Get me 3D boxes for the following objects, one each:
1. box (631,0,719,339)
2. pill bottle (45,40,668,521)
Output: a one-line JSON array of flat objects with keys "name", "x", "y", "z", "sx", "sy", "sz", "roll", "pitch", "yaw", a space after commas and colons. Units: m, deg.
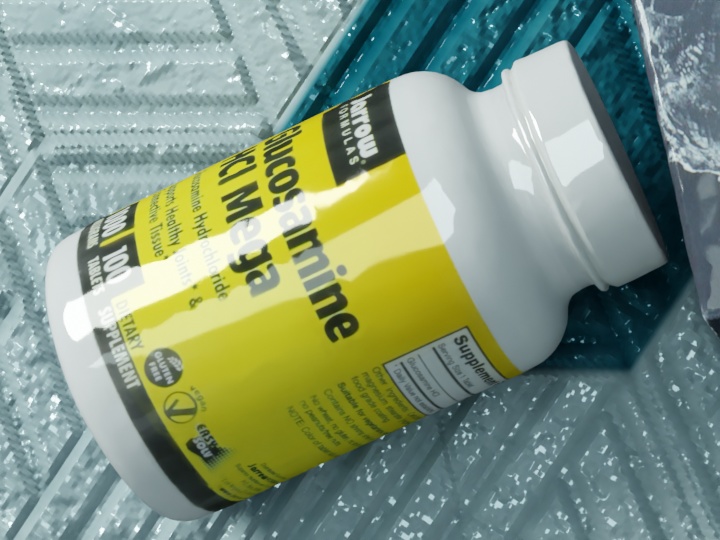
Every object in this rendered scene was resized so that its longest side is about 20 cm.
[{"name": "box", "x": 0.195, "y": -0.090, "z": 0.766, "sx": 0.196, "sy": 0.117, "sz": 0.201, "roll": -14, "pitch": 77, "yaw": 13}, {"name": "pill bottle", "x": 0.000, "y": 0.000, "z": 0.806, "sx": 0.200, "sy": 0.112, "sz": 0.113, "roll": -25, "pitch": 74, "yaw": 10}]
